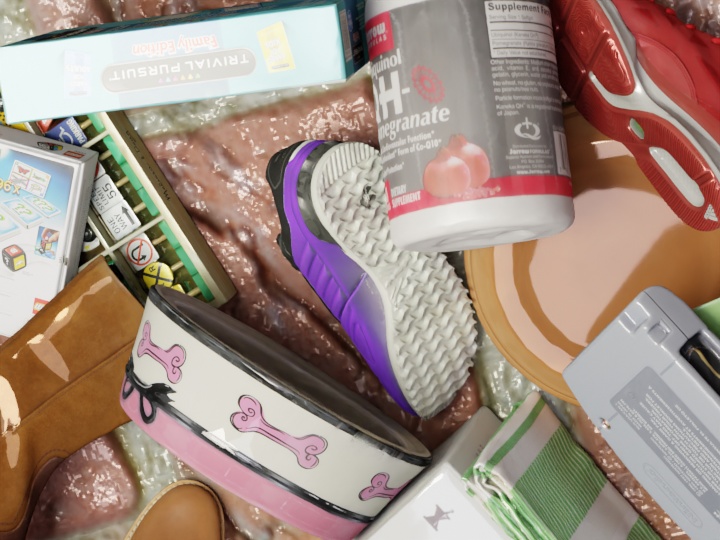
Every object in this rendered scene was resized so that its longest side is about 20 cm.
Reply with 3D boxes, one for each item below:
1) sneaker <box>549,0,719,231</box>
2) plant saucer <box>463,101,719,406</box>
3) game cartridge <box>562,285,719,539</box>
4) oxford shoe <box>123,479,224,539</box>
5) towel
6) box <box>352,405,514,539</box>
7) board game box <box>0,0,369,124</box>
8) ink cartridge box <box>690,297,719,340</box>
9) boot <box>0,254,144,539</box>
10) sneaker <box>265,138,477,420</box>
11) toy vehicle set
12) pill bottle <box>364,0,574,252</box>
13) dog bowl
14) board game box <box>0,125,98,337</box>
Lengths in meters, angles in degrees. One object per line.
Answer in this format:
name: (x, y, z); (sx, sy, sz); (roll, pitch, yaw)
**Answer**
sneaker: (0.194, -0.121, 1.493); (0.201, 0.115, 0.078); (58, 154, 18)
plant saucer: (0.158, -0.006, 1.536); (0.199, 0.037, 0.202); (3, 105, 13)
game cartridge: (0.208, 0.109, 1.472); (0.200, 0.040, 0.133); (48, 150, 5)
oxford shoe: (-0.134, 0.221, 1.601); (0.071, 0.071, 0.201); (22, 67, -1)
towel: (0.151, 0.168, 1.520); (0.200, 0.153, 0.023); (46, 113, 0)
box: (0.065, 0.232, 1.568); (0.200, 0.131, 0.199); (-43, 90, 19)
board game box: (-0.100, -0.127, 1.494); (0.198, 0.151, 0.047); (-7, 98, 7)
ink cartridge box: (0.273, 0.076, 1.493); (0.103, 0.059, 0.201); (-22, 112, 17)
boot: (-0.189, 0.118, 1.596); (0.199, 0.068, 0.189); (-36, 106, -11)
sneaker: (0.000, -0.001, 1.564); (0.099, 0.069, 0.201); (12, 134, 49)
toy vehicle set: (-0.184, -0.037, 1.617); (0.124, 0.027, 0.201); (-32, 94, 19)
pill bottle: (0.061, -0.117, 1.480); (0.110, 0.111, 0.202); (-9, 84, 15)
dog bowl: (-0.058, 0.091, 1.520); (0.199, 0.200, 0.074); (32, 93, 4)
board game box: (-0.273, -0.038, 1.605); (0.199, 0.035, 0.127); (16, 108, 10)
